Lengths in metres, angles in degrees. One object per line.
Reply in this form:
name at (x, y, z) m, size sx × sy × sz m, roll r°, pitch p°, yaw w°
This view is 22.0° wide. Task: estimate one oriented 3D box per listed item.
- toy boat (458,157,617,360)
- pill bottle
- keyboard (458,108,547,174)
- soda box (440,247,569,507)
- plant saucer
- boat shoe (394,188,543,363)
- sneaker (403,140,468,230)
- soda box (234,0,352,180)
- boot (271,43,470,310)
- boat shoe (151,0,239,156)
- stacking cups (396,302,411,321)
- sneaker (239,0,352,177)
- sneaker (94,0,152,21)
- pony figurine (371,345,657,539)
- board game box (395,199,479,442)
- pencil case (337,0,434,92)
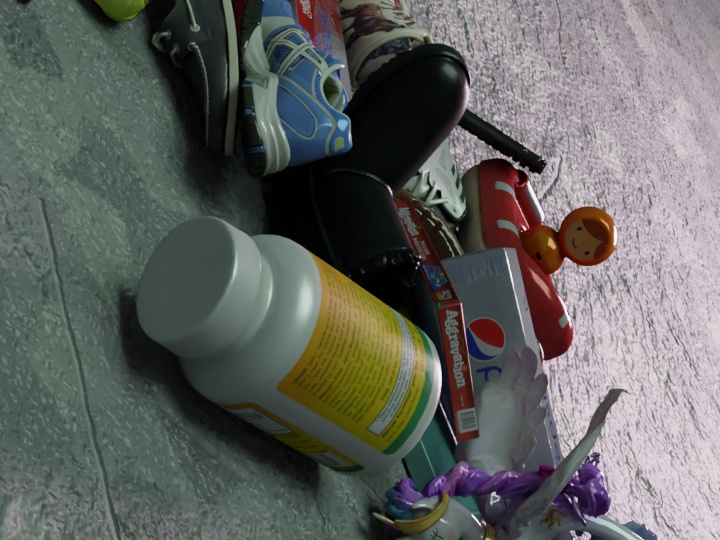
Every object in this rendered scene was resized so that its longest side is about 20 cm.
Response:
toy boat at (0.161, -0.016, 1.610) m, size 0.201 × 0.130 × 0.131 m, roll -90°, pitch 156°, yaw -50°
pill bottle at (-0.046, 0.046, 1.182) m, size 0.199 × 0.112 × 0.114 m, roll 34°, pitch 34°, yaw -42°
keyboard at (0.081, -0.144, 1.666) m, size 0.199 × 0.021 × 0.127 m, roll 34°, pitch 7°, yaw 3°
soda box at (0.108, 0.086, 1.419) m, size 0.068 × 0.063 × 0.202 m, roll 3°, pitch 74°, yaw -78°
plant saucer at (0.040, 0.101, 1.402) m, size 0.070 × 0.019 × 0.202 m, roll 14°, pitch 49°, yaw -59°
boat shoe at (0.061, 0.019, 1.497) m, size 0.203 × 0.075 × 0.075 m, roll 52°, pitch -10°, yaw -3°
sneaker at (0.041, -0.083, 1.543) m, size 0.116 × 0.075 × 0.200 m, roll 61°, pitch 22°, yaw 10°
soda box at (-0.052, -0.153, 1.461) m, size 0.070 × 0.063 × 0.201 m, roll 39°, pitch 30°, yaw -39°
boot at (0.012, -0.050, 1.316) m, size 0.073 × 0.198 × 0.163 m, roll 37°, pitch 26°, yaw -34°
boat shoe at (-0.124, -0.171, 1.373) m, size 0.073 × 0.062 × 0.202 m, roll 103°, pitch -18°, yaw -63°
stacking cups at (0.000, 0.000, 1.386) m, size 0.060 × 0.060 × 0.201 m, roll 38°, pitch 28°, yaw -38°
sneaker at (-0.050, -0.136, 1.353) m, size 0.201 × 0.076 × 0.076 m, roll -98°, pitch -175°, yaw -48°
sneaker at (-0.157, -0.275, 1.341) m, size 0.083 × 0.074 × 0.201 m, roll 35°, pitch 52°, yaw -26°
pony figurine at (0.121, 0.171, 1.302) m, size 0.200 × 0.194 × 0.166 m, roll 43°, pitch -12°, yaw -20°
board game box at (0.052, 0.032, 1.337) m, size 0.200 × 0.019 × 0.104 m, roll -111°, pitch -168°, yaw -66°
pencil case at (0.001, -0.230, 1.580) m, size 0.078 × 0.089 × 0.201 m, roll 36°, pitch 22°, yaw -46°
